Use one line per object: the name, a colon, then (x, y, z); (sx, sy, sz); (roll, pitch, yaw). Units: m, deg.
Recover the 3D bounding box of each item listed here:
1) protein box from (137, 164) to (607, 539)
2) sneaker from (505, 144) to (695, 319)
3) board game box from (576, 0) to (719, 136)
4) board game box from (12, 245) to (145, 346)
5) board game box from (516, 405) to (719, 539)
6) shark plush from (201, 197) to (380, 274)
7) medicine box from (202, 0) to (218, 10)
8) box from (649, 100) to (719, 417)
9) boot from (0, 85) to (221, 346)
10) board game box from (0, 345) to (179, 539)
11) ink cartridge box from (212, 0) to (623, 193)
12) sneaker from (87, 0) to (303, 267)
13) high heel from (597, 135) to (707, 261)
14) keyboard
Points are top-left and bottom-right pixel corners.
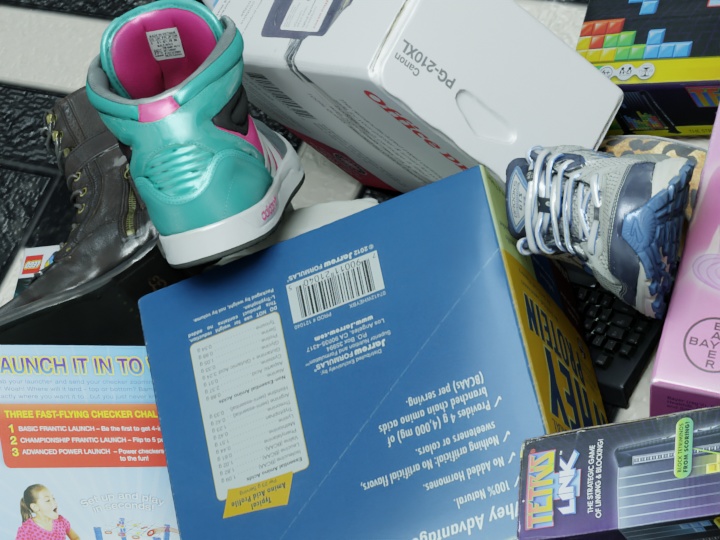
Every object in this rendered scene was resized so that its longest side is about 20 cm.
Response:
protein box: (0.016, 0.091, 1.406); (0.198, 0.135, 0.200); (-21, 60, 15)
sneaker: (0.109, -0.024, 1.338); (0.085, 0.200, 0.077); (10, 93, 0)
board game box: (0.227, -0.157, 1.511); (0.200, 0.057, 0.166); (-1, 61, 31)
board game box: (-0.118, 0.040, 1.610); (0.200, 0.035, 0.126); (-6, 58, 28)
board game box: (0.185, 0.129, 1.258); (0.165, 0.200, 0.057); (-13, 56, 25)
shark plush: (0.000, 0.000, 1.517); (0.200, 0.083, 0.091); (-14, 27, -1)
medicine box: (-0.022, -0.218, 1.680); (0.182, 0.103, 0.200); (-38, 49, 3)
box: (0.244, 0.004, 1.335); (0.176, 0.097, 0.200); (12, 64, 11)
boot: (-0.153, -0.034, 1.619); (0.200, 0.069, 0.174); (-27, 47, -2)
board game box: (-0.161, 0.137, 1.450); (0.056, 0.200, 0.196); (-51, 44, 51)
ink cartridge box: (0.023, -0.105, 1.499); (0.200, 0.145, 0.084); (14, 71, 59)
sneaker: (-0.088, -0.083, 1.451); (0.084, 0.121, 0.200); (-18, 13, 5)
high heel: (0.157, 0.012, 1.435); (0.200, 0.071, 0.143); (31, 72, 32)
keyboard: (0.067, 0.033, 1.514); (0.200, 0.021, 0.127); (17, 69, 38)
